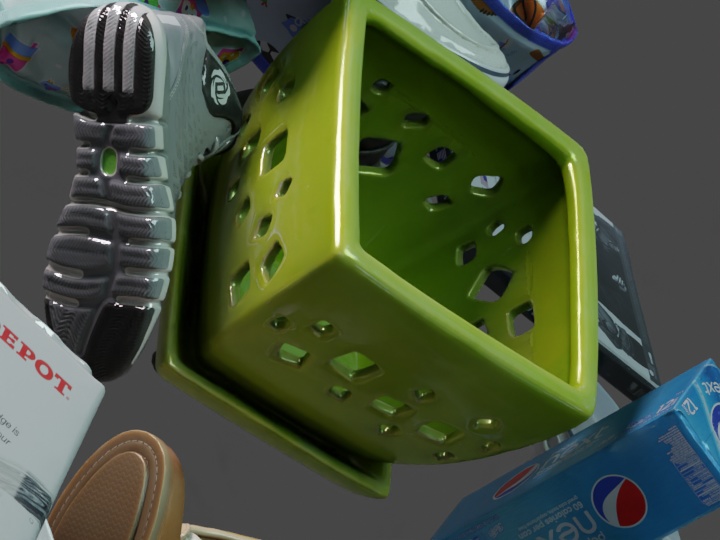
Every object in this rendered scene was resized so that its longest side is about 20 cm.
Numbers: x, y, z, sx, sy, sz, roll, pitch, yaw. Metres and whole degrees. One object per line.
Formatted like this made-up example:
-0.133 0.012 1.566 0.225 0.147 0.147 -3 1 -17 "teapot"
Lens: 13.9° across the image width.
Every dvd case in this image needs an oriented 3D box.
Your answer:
0.115 -0.018 1.899 0.200 0.025 0.151 37 30 -35 "dvd case"

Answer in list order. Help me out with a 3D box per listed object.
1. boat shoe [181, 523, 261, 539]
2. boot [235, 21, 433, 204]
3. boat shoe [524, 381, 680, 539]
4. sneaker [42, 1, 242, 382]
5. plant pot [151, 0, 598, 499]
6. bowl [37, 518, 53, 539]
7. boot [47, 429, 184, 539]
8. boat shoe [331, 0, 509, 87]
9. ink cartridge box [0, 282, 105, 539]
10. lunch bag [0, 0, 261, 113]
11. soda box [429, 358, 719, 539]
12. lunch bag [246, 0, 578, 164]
-0.099 0.156 1.491 0.199 0.069 0.074 7 58 -49 "boat shoe"
0.004 -0.071 1.742 0.199 0.130 0.068 22 48 -41 "boot"
0.131 0.117 1.811 0.074 0.065 0.200 42 15 -30 "boat shoe"
-0.104 -0.042 1.575 0.115 0.075 0.201 -10 111 -59 "sneaker"
0.000 0.000 1.637 0.200 0.181 0.200 33 42 -32 "plant pot"
-0.235 0.140 1.316 0.201 0.090 0.202 32 42 -34 "bowl"
-0.083 0.174 1.427 0.154 0.201 0.074 6 16 -42 "boot"
0.014 -0.181 1.695 0.200 0.070 0.071 39 16 1 "boat shoe"
-0.210 0.082 1.237 0.145 0.084 0.200 44 38 -19 "ink cartridge box"
-0.168 -0.183 1.626 0.200 0.122 0.171 8 58 -55 "lunch bag"
0.133 0.130 1.685 0.064 0.200 0.068 54 35 -6 "soda box"
0.015 -0.178 1.806 0.200 0.170 0.124 50 38 -8 "lunch bag"
